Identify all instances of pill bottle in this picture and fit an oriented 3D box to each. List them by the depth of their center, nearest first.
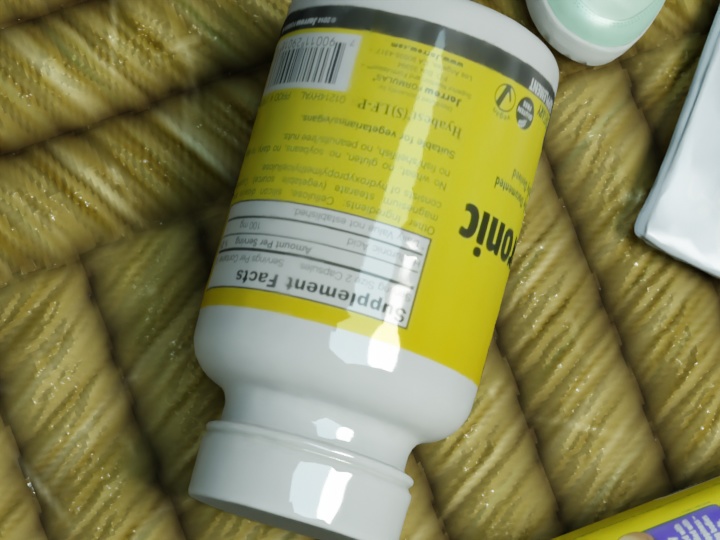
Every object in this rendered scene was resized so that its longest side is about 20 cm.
[{"bbox_3d":[0.000,0.000,0.803,0.111,0.111,0.201,18,80,-13],"label":"pill bottle"}]

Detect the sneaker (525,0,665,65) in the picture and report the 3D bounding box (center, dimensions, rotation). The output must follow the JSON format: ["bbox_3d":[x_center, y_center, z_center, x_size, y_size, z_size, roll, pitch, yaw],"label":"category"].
[{"bbox_3d":[0.130,-0.185,0.856,0.073,0.118,0.201,23,79,-13],"label":"sneaker"}]

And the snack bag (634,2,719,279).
[{"bbox_3d":[0.226,-0.053,0.917,0.199,0.021,0.189,24,78,-12],"label":"snack bag"}]

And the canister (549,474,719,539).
[{"bbox_3d":[0.133,0.160,0.835,0.199,0.087,0.149,-18,89,-18],"label":"canister"}]
